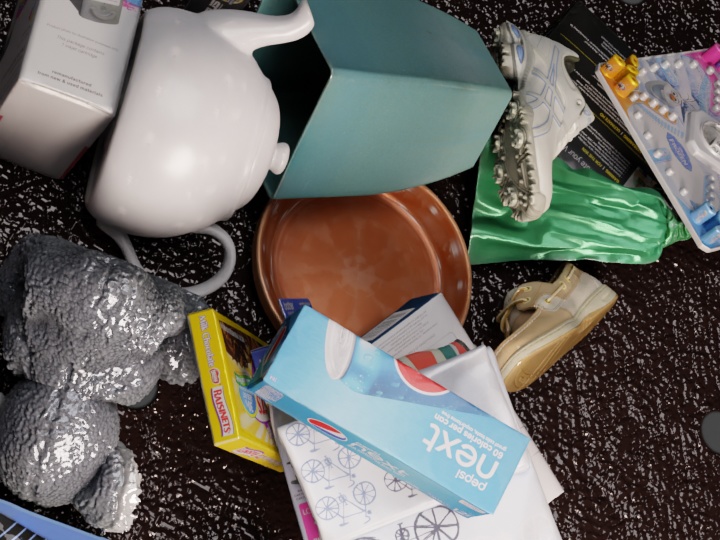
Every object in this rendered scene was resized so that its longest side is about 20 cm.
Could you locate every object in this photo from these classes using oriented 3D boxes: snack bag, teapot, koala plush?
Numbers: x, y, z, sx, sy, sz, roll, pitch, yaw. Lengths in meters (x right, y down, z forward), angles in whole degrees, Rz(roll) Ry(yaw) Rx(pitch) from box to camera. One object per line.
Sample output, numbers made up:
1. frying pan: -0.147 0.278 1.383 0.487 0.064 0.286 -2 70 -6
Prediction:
1. snack bag: 0.053 0.179 1.513 0.188 0.021 0.200 -20 88 -18
2. teapot: -0.130 -0.104 1.584 0.146 0.200 0.198 18 60 -12
3. koala plush: -0.220 0.088 1.495 0.177 0.184 0.200 22 84 -4

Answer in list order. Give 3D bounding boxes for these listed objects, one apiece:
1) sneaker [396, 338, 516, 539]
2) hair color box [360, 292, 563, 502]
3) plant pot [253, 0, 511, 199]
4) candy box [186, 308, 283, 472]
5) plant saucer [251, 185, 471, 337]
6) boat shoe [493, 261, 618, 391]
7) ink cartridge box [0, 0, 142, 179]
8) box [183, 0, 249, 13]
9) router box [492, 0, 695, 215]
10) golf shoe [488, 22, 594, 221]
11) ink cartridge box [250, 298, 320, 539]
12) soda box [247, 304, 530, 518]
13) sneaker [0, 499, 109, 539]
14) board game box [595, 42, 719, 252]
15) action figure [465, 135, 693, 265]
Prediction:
1. sneaker: 0.061 0.159 1.568 0.093 0.070 0.200 -11 89 -11
2. hair color box: 0.071 0.129 1.638 0.100 0.061 0.200 -35 98 -24
3. plant pot: 0.014 -0.151 1.678 0.200 0.141 0.141 3 44 -30
4. candy box: -0.087 0.097 1.537 0.026 0.200 0.102 -13 77 9
5. plant saucer: 0.000 0.000 1.694 0.200 0.032 0.201 8 68 -21
6. boat shoe: 0.152 0.044 1.706 0.069 0.074 0.200 43 30 11
7. ink cartridge box: -0.234 -0.195 1.594 0.086 0.148 0.200 18 64 -18
8. box: -0.075 -0.313 1.679 0.044 0.200 0.160 28 63 -12
9. router box: 0.226 -0.130 1.833 0.200 0.051 0.149 43 62 -5
10. golf shoe: 0.163 -0.129 1.720 0.097 0.078 0.200 7 57 -15
11. ink cartridge box: -0.040 0.122 1.568 0.042 0.119 0.200 -14 87 11
12. soda box: 0.021 0.107 1.472 0.200 0.064 0.068 31 74 -8
13. sneaker: -0.266 0.221 1.470 0.200 0.070 0.078 20 59 -17
14. board game box: 0.329 -0.121 1.818 0.200 0.026 0.200 -13 68 -45
15. action figure: 0.198 -0.047 1.755 0.200 0.055 0.118 9 86 -1
